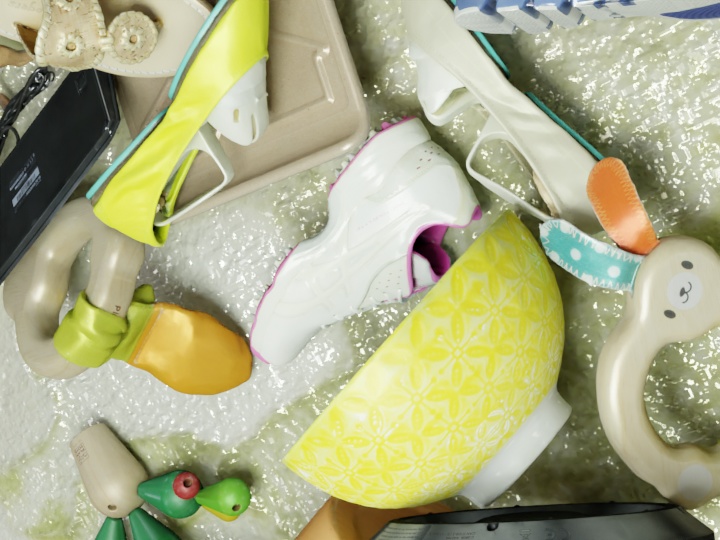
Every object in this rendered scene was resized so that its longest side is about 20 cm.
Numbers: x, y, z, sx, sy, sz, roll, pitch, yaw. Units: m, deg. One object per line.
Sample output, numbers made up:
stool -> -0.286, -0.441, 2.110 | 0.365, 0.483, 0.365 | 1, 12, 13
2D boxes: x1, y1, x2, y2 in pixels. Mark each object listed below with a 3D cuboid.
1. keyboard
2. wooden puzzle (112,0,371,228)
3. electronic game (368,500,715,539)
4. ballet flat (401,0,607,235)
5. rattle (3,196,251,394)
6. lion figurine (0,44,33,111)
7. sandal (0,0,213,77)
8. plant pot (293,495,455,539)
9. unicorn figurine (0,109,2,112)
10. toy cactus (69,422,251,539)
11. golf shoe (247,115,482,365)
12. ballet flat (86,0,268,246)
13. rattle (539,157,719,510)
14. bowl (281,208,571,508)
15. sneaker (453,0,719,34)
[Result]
keyboard -> -0.226, -0.074, 1.122 | 0.200, 0.020, 0.128 | -45, 48, 30
wooden puzzle -> -0.084, -0.147, 1.051 | 0.184, 0.046, 0.202 | -19, 84, 35
electronic game -> 0.097, 0.155, 0.917 | 0.198, 0.199, 0.042 | -6, 83, 31
ballet flat -> 0.075, -0.094, 0.965 | 0.200, 0.069, 0.070 | 48, 121, 10
rattle -> -0.182, 0.012, 1.165 | 0.199, 0.142, 0.132 | 10, 98, 56
lion figurine -> -0.254, -0.185, 1.098 | 0.072, 0.122, 0.202 | 22, 115, 22
sandal -> -0.195, -0.150, 1.008 | 0.210, 0.070, 0.078 | 18, 130, 6
plant pot -> 0.013, 0.230, 1.030 | 0.199, 0.200, 0.141 | 31, 111, 18
unicorn figurine -> -0.332, -0.047, 1.175 | 0.199, 0.073, 0.139 | 1, 83, 59
toy cactus -> -0.164, 0.190, 1.186 | 0.166, 0.102, 0.200 | 54, 131, 17
golf shoe -> 0.000, 0.000, 1.039 | 0.091, 0.075, 0.201 | 41, 121, 9
ballet flat -> -0.096, -0.090, 1.007 | 0.067, 0.067, 0.200 | 41, 121, 1
rattle -> 0.182, 0.044, 0.885 | 0.129, 0.143, 0.202 | -20, 106, 10
bowl -> 0.059, 0.073, 0.958 | 0.108, 0.200, 0.200 | 42, 121, 4
sneaker -> 0.144, -0.195, 0.888 | 0.197, 0.080, 0.117 | -1, 88, 18
